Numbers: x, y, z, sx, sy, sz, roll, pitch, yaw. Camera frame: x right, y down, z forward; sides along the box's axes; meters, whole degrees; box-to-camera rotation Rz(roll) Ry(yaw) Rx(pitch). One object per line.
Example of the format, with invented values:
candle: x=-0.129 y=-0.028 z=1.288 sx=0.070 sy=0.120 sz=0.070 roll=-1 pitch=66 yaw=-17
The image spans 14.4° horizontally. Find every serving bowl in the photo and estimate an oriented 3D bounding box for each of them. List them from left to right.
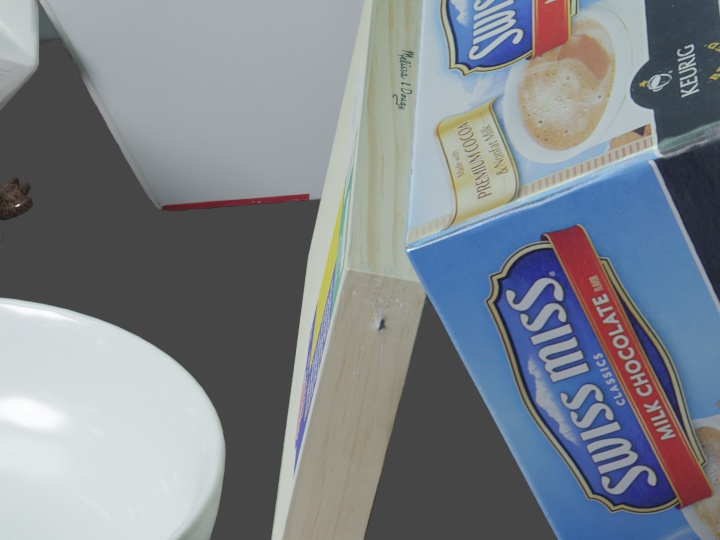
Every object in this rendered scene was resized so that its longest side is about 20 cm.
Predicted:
serving bowl: x=-0.141 y=0.084 z=0.898 sx=0.199 sy=0.066 sz=0.200 roll=0 pitch=28 yaw=0

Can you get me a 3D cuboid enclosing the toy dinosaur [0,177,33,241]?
toy dinosaur: x=-0.207 y=-0.012 z=1.043 sx=0.200 sy=0.136 sz=0.086 roll=-16 pitch=58 yaw=18

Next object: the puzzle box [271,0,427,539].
puzzle box: x=0.000 y=0.000 z=0.889 sx=0.025 sy=0.133 sz=0.200 roll=11 pitch=34 yaw=-4

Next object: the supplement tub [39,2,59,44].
supplement tub: x=-0.219 y=-0.154 z=1.290 sx=0.200 sy=0.145 sz=0.145 roll=-4 pitch=37 yaw=36

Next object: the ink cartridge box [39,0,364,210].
ink cartridge box: x=-0.007 y=-0.141 z=1.091 sx=0.145 sy=0.145 sz=0.200 roll=-5 pitch=36 yaw=36

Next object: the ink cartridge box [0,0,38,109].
ink cartridge box: x=-0.218 y=-0.069 z=1.101 sx=0.200 sy=0.116 sz=0.068 roll=-40 pitch=46 yaw=46

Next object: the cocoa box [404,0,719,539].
cocoa box: x=0.098 y=-0.031 z=0.839 sx=0.131 sy=0.134 sz=0.200 roll=-20 pitch=30 yaw=16
